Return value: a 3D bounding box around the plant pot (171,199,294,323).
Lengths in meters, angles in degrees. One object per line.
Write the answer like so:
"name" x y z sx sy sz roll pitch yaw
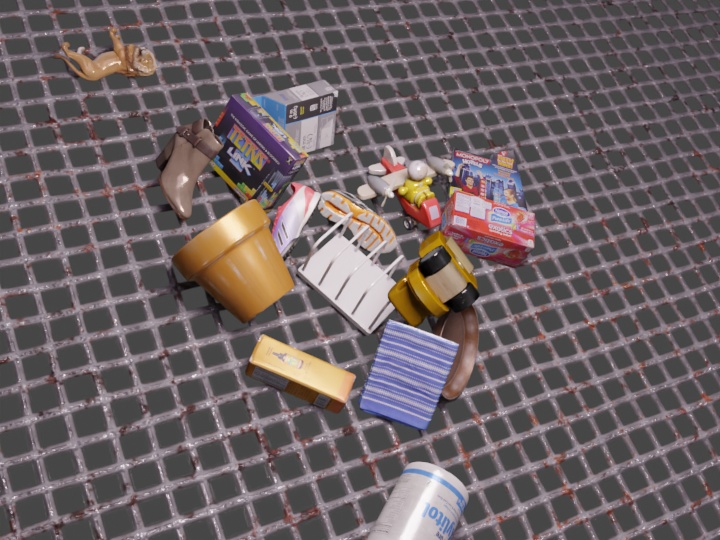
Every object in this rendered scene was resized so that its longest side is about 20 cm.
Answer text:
"plant pot" -0.229 -0.006 1.619 0.200 0.200 0.183 -38 93 -32

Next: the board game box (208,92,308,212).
"board game box" -0.228 -0.244 1.760 0.200 0.165 0.057 46 34 11

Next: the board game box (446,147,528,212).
"board game box" 0.301 -0.209 1.984 0.200 0.062 0.200 16 56 -9

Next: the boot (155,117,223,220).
"boot" -0.344 -0.219 1.724 0.146 0.070 0.200 -34 62 13

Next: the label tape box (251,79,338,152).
"label tape box" -0.152 -0.324 1.843 0.200 0.144 0.063 -21 50 -27

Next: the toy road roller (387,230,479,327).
"toy road roller" 0.135 0.023 1.608 0.123 0.146 0.200 52 16 -8

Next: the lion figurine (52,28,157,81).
"lion figurine" -0.559 -0.458 1.844 0.200 0.072 0.123 -25 84 -14

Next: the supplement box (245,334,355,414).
"supplement box" -0.116 0.199 1.600 0.200 0.069 0.067 26 55 -5

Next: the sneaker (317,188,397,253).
"sneaker" 0.001 -0.115 1.823 0.200 0.078 0.077 38 24 -7

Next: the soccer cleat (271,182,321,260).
"soccer cleat" -0.155 -0.091 1.740 0.073 0.068 0.200 30 71 -6

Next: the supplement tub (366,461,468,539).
"supplement tub" 0.096 0.454 1.482 0.132 0.132 0.200 32 56 1

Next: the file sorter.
"file sorter" 0.000 0.000 1.713 0.200 0.125 0.139 41 55 8

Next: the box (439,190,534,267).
"box" 0.284 -0.092 1.888 0.200 0.095 0.100 15 57 -10

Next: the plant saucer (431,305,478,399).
"plant saucer" 0.183 0.156 1.674 0.034 0.200 0.200 10 49 30

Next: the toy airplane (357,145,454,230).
"toy airplane" 0.108 -0.205 1.867 0.199 0.141 0.200 21 57 -4

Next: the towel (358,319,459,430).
"towel" 0.088 0.203 1.592 0.145 0.200 0.024 19 22 4
